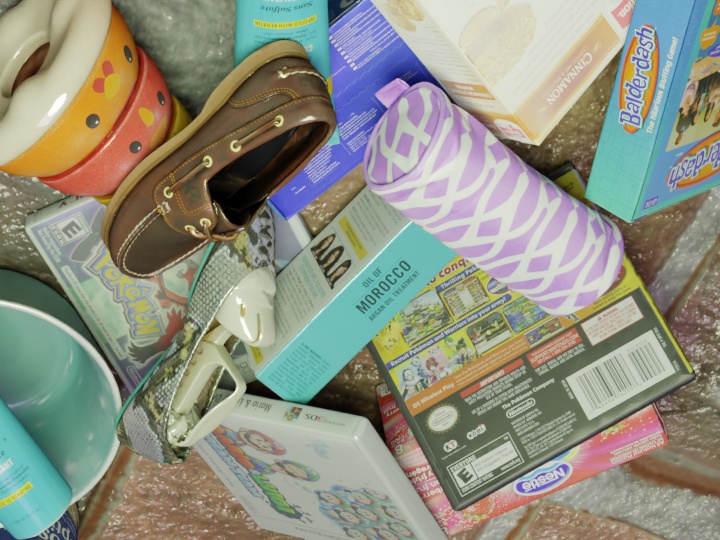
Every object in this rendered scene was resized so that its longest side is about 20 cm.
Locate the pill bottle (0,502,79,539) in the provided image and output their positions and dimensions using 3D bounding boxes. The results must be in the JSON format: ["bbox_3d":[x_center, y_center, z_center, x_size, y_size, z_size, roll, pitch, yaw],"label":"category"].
[{"bbox_3d":[-0.273,0.243,1.236,0.111,0.200,0.112,-3,121,-5],"label":"pill bottle"}]

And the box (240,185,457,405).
[{"bbox_3d":[0.000,0.000,1.171,0.200,0.082,0.049,-45,121,9],"label":"box"}]

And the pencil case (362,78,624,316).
[{"bbox_3d":[0.091,-0.046,1.084,0.084,0.086,0.200,-29,133,34],"label":"pencil case"}]

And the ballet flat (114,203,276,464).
[{"bbox_3d":[-0.097,0.050,1.142,0.072,0.072,0.201,27,98,-21],"label":"ballet flat"}]

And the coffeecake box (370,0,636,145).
[{"bbox_3d":[0.087,-0.205,1.044,0.154,0.073,0.200,-49,118,-11],"label":"coffeecake box"}]

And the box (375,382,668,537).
[{"bbox_3d":[0.122,0.112,1.261,0.199,0.100,0.096,-24,121,8],"label":"box"}]

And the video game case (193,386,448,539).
[{"bbox_3d":[-0.039,0.156,1.228,0.182,0.024,0.200,8,147,32],"label":"video game case"}]

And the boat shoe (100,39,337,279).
[{"bbox_3d":[-0.092,-0.055,1.035,0.070,0.070,0.200,8,136,-47],"label":"boat shoe"}]

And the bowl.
[{"bbox_3d":[-0.273,0.078,1.192,0.200,0.105,0.201,-3,122,-5],"label":"bowl"}]

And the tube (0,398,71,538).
[{"bbox_3d":[-0.274,0.096,1.110,0.077,0.050,0.200,-33,114,5],"label":"tube"}]

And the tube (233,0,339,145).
[{"bbox_3d":[-0.050,-0.151,1.034,0.077,0.051,0.200,-3,137,-5],"label":"tube"}]

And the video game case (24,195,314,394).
[{"bbox_3d":[-0.121,0.006,1.214,0.182,0.023,0.200,-23,121,7],"label":"video game case"}]

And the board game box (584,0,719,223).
[{"bbox_3d":[0.234,-0.144,1.102,0.152,0.045,0.201,-20,132,-43],"label":"board game box"}]

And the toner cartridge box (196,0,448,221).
[{"bbox_3d":[-0.006,-0.133,1.117,0.200,0.043,0.095,-37,117,8],"label":"toner cartridge box"}]

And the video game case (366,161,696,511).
[{"bbox_3d":[0.113,0.048,1.191,0.200,0.025,0.181,-30,76,8],"label":"video game case"}]

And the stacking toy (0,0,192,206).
[{"bbox_3d":[-0.157,-0.090,1.096,0.146,0.146,0.200,-42,127,18],"label":"stacking toy"}]
